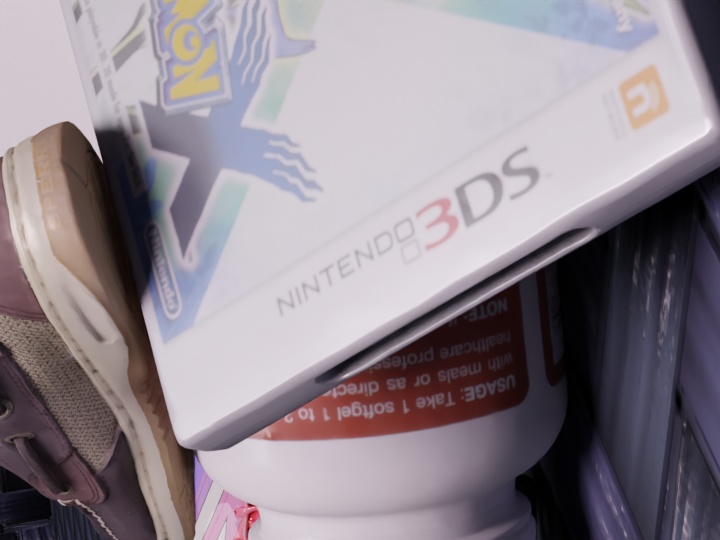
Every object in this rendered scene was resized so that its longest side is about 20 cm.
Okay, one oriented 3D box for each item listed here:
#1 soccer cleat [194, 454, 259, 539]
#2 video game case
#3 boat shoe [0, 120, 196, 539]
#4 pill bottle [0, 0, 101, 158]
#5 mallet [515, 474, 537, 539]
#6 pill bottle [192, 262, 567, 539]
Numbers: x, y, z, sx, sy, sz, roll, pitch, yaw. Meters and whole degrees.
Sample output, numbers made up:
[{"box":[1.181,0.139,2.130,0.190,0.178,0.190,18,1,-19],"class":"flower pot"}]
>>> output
[{"box":[-0.044,0.102,1.256,0.076,0.067,0.200,-168,72,-74],"class":"soccer cleat"},{"box":[-0.006,-0.081,0.670,0.182,0.022,0.200,-31,66,37],"class":"video game case"},{"box":[-0.087,0.026,0.768,0.200,0.065,0.072,77,-176,-64],"class":"boat shoe"},{"box":[-0.064,-0.016,0.901,0.200,0.120,0.120,42,-149,-62],"class":"pill bottle"},{"box":[0.050,0.163,0.877,0.066,0.041,0.200,-161,68,-81],"class":"mallet"},{"box":[0.000,0.000,0.781,0.112,0.112,0.200,-139,42,-74],"class":"pill bottle"}]
